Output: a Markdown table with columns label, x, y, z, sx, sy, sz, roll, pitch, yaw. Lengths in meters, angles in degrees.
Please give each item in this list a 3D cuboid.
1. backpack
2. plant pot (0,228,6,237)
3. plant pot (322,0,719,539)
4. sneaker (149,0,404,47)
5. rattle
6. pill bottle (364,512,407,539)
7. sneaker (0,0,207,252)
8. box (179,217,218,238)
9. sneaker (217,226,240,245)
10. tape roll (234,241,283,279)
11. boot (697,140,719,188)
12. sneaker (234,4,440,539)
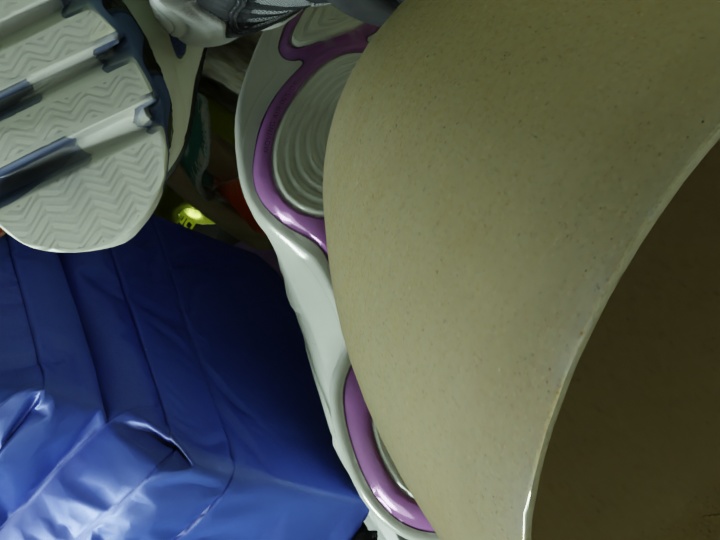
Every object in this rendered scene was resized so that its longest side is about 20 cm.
| label | x | y | z | sx | sy | sz | roll | pitch | yaw |
| --- | --- | --- | --- | --- | --- | --- | --- | --- | --- |
| backpack | -0.123 | 0.086 | 0.915 | 0.168 | 0.200 | 0.163 | 23 | -150 | -30 |
| plant pot | -0.203 | -0.127 | 0.848 | 0.201 | 0.201 | 0.195 | 23 | 156 | 36 |
| plant pot | 0.069 | -0.013 | 0.623 | 0.134 | 0.200 | 0.200 | 37 | 171 | 36 |
| sneaker | -0.005 | -0.098 | 0.707 | 0.114 | 0.076 | 0.200 | 11 | 180 | 11 |
| rattle | -0.093 | -0.015 | 0.999 | 0.130 | 0.143 | 0.200 | 53 | 178 | -31 |
| pill bottle | 0.072 | 0.065 | 0.924 | 0.200 | 0.114 | 0.114 | -7 | 141 | 45 |
| sneaker | -0.105 | -0.104 | 0.777 | 0.115 | 0.080 | 0.200 | -30 | -79 | -79 |
| box | -0.175 | -0.060 | 1.298 | 0.200 | 0.044 | 0.160 | 24 | 164 | 33 |
| sneaker | -0.007 | 0.046 | 1.196 | 0.200 | 0.088 | 0.076 | 43 | 165 | -31 |
| tape roll | -0.034 | 0.091 | 1.117 | 0.200 | 0.085 | 0.200 | 43 | 152 | 29 |
| boot | 0.127 | 0.008 | 0.779 | 0.144 | 0.071 | 0.201 | 41 | 159 | -6 |
| sneaker | 0.000 | 0.000 | 0.853 | 0.075 | 0.200 | 0.100 | -10 | 171 | -5 |
